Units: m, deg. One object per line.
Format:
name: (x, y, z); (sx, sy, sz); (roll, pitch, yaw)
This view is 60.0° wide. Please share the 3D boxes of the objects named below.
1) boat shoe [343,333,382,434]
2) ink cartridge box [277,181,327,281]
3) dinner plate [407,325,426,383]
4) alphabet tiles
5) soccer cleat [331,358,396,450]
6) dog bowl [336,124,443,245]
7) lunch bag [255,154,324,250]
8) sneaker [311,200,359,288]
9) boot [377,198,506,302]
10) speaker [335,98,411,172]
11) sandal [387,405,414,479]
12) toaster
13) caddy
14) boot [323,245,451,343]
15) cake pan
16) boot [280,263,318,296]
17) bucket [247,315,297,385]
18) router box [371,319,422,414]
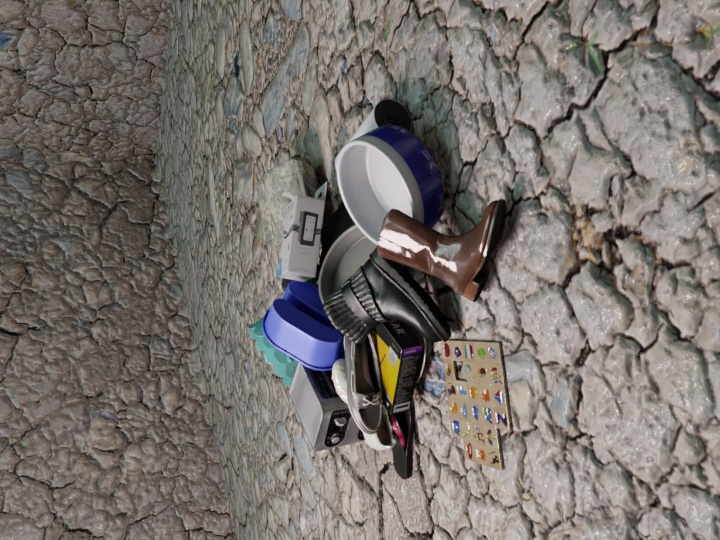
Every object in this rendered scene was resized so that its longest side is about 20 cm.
boat shoe: (0.007, 0.204, 1.174); (0.057, 0.065, 0.206); (140, 123, -65)
ink cartridge box: (-0.125, -0.087, 1.337); (0.116, 0.066, 0.207); (162, 117, -71)
dinner plate: (0.081, 0.124, 1.221); (0.199, 0.024, 0.207); (22, 115, 61)
alphabet tiles: (0.192, 0.220, 1.036); (0.166, 0.007, 0.207); (-9, 88, 64)
soccer cleat: (0.011, 0.261, 1.225); (0.077, 0.069, 0.204); (-13, 107, 53)
dog bowl: (0.050, -0.143, 1.083); (0.199, 0.078, 0.204); (38, 146, 32)
lunch bag: (-0.160, -0.159, 1.517); (0.167, 0.136, 0.206); (-25, 75, 63)
sneaker: (-0.062, -0.050, 1.350); (0.104, 0.060, 0.201); (42, 93, 20)
boot: (0.114, -0.063, 0.963); (0.197, 0.064, 0.190); (29, 130, 21)
speaker: (0.021, -0.241, 1.193); (0.200, 0.079, 0.084); (-38, 63, 61)
sandal: (0.073, 0.328, 1.261); (0.075, 0.044, 0.207); (17, 111, 62)
toaster: (-0.047, 0.269, 1.351); (0.201, 0.176, 0.121); (56, 137, 43)
caddy: (-0.107, 0.119, 1.283); (0.196, 0.142, 0.107); (29, 131, 10)
boot: (0.046, 0.083, 1.101); (0.158, 0.079, 0.212); (-47, 75, 15)
cake pan: (0.000, 0.000, 1.233); (0.197, 0.036, 0.205); (-23, 52, 32)
boot: (-0.089, 0.068, 1.395); (0.073, 0.158, 0.204); (53, -158, -68)
bucket: (-0.175, 0.181, 1.560); (0.207, 0.134, 0.209); (45, 161, 21)
router box: (0.045, 0.153, 1.218); (0.200, 0.050, 0.153); (-130, 41, -51)
